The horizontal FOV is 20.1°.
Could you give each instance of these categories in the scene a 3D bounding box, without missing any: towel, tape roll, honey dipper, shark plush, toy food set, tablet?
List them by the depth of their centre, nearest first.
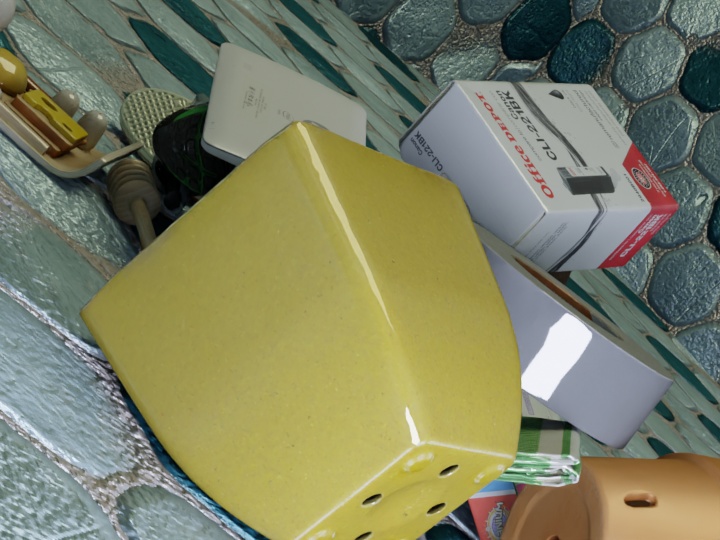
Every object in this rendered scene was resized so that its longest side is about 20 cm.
[{"bbox_3d":[0.055,0.120,1.416,0.198,0.024,0.153,2,7,7],"label":"towel"},{"bbox_3d":[-0.155,-0.025,1.493,0.038,0.038,0.200,37,13,-30],"label":"honey dipper"},{"bbox_3d":[0.134,0.045,1.501,0.200,0.066,0.200,36,7,-5],"label":"tape roll"},{"bbox_3d":[-0.053,-0.109,1.530,0.129,0.014,0.200,24,26,-11],"label":"tablet"},{"bbox_3d":[-0.255,-0.152,1.556,0.200,0.060,0.144,42,10,-2],"label":"toy food set"},{"bbox_3d":[-0.121,-0.086,1.633,0.083,0.091,0.200,26,5,2],"label":"shark plush"}]

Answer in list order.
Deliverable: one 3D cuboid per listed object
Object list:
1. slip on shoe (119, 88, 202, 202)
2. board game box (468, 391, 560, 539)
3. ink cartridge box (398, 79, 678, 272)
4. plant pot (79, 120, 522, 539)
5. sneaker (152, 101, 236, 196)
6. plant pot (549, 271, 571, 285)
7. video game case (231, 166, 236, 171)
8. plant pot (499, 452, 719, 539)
[{"bbox_3d":[-0.130,-0.084,1.782,0.200,0.074,0.061,36,-24,-5],"label":"slip on shoe"},{"bbox_3d":[0.130,0.162,1.651,0.200,0.040,0.154,19,51,-66],"label":"board game box"},{"bbox_3d":[0.148,-0.078,1.681,0.199,0.084,0.145,-5,55,-49],"label":"ink cartridge box"},{"bbox_3d":[-0.015,0.064,1.245,0.194,0.195,0.201,17,40,-54],"label":"plant pot"},{"bbox_3d":[-0.097,-0.105,1.606,0.085,0.079,0.199,24,19,31],"label":"sneaker"},{"bbox_3d":[0.092,0.022,1.787,0.187,0.200,0.187,41,11,-10],"label":"plant pot"},{"bbox_3d":[0.000,0.000,1.584,0.181,0.046,0.200,40,7,25],"label":"video game case"},{"bbox_3d":[0.189,0.216,1.457,0.139,0.201,0.200,20,20,-25],"label":"plant pot"}]
